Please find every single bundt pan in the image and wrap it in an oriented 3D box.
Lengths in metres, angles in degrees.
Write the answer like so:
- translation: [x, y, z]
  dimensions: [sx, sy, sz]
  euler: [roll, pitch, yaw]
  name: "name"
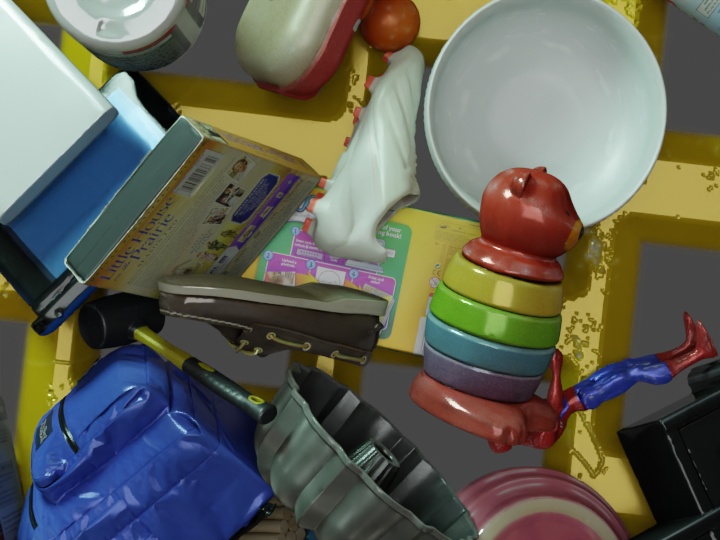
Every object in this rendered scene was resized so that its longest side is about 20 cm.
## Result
- translation: [-0.006, 0.166, 1.632]
  dimensions: [0.202, 0.202, 0.076]
  euler: [44, 100, 2]
  name: "bundt pan"

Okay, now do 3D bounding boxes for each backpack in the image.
- translation: [-0.188, 0.172, 1.681]
  dimensions: [0.168, 0.163, 0.200]
  euler: [43, 100, -14]
  name: "backpack"

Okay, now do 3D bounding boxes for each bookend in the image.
- translation: [0.258, 0.197, 1.679]
  dimensions: [0.198, 0.092, 0.201]
  euler: [-23, 87, -25]
  name: "bookend"

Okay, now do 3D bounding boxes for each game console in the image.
- translation: [-0.220, -0.060, 1.694]
  dimensions: [0.118, 0.171, 0.200]
  euler: [44, 89, -5]
  name: "game console"

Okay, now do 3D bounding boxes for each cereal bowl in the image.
- translation: [0.147, -0.126, 1.726]
  dimensions: [0.199, 0.083, 0.202]
  euler: [0, 86, -3]
  name: "cereal bowl"

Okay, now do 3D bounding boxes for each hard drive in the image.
- translation: [-0.311, -0.152, 1.739]
  dimensions: [0.132, 0.026, 0.200]
  euler: [-44, 73, -1]
  name: "hard drive"

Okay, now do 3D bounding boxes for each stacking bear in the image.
- translation: [0.115, 0.018, 1.643]
  dimensions: [0.113, 0.121, 0.201]
  euler: [20, 102, 21]
  name: "stacking bear"

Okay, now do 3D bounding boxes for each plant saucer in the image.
- translation: [0.142, 0.259, 1.703]
  dimensions: [0.199, 0.051, 0.202]
  euler: [2, 82, -18]
  name: "plant saucer"

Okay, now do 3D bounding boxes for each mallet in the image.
- translation: [-0.129, 0.067, 1.623]
  dimensions: [0.199, 0.066, 0.041]
  euler: [25, 119, 32]
  name: "mallet"

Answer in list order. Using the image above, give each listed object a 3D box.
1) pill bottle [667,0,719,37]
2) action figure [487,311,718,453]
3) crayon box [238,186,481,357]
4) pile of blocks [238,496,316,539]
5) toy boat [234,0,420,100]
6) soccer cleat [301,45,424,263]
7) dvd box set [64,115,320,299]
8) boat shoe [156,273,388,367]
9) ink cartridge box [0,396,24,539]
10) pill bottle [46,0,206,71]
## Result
- translation: [0.341, -0.223, 1.718]
  dimensions: [0.200, 0.109, 0.109]
  euler: [36, 89, 2]
  name: "pill bottle"
- translation: [0.181, 0.076, 1.732]
  dimensions: [0.199, 0.065, 0.099]
  euler: [-31, 99, -1]
  name: "action figure"
- translation: [0.000, 0.000, 1.740]
  dimensions: [0.199, 0.058, 0.120]
  euler: [12, 88, 1]
  name: "crayon box"
- translation: [-0.070, 0.238, 1.741]
  dimensions: [0.062, 0.082, 0.201]
  euler: [-5, 75, 43]
  name: "pile of blocks"
- translation: [-0.006, -0.224, 1.731]
  dimensions: [0.130, 0.130, 0.201]
  euler: [26, 89, -29]
  name: "toy boat"
- translation: [0.020, -0.092, 1.702]
  dimensions: [0.077, 0.069, 0.201]
  euler: [23, 63, 2]
  name: "soccer cleat"
- translation: [-0.125, -0.040, 1.620]
  dimensions: [0.029, 0.200, 0.147]
  euler: [45, 103, 22]
  name: "dvd box set"
- translation: [-0.070, 0.039, 1.644]
  dimensions: [0.199, 0.072, 0.060]
  euler: [6, 100, -34]
  name: "boat shoe"
- translation: [-0.322, 0.195, 1.666]
  dimensions: [0.083, 0.200, 0.177]
  euler: [-11, 88, 1]
  name: "ink cartridge box"
- translation: [-0.182, -0.219, 1.678]
  dimensions: [0.113, 0.200, 0.115]
  euler: [0, 88, 1]
  name: "pill bottle"
